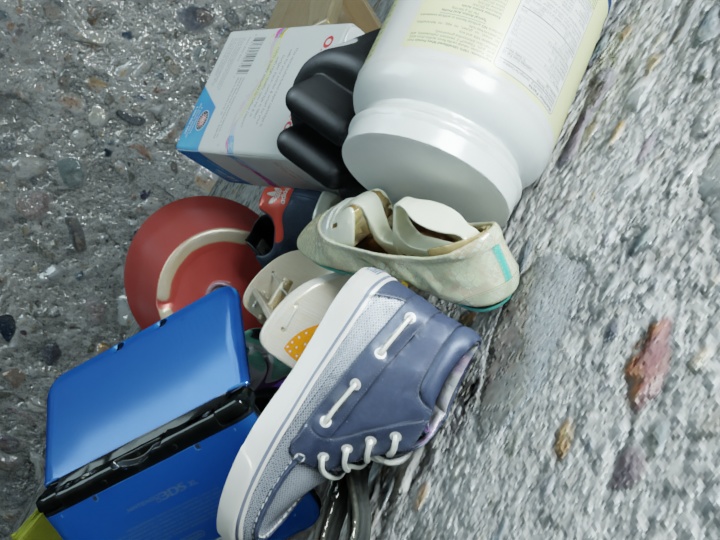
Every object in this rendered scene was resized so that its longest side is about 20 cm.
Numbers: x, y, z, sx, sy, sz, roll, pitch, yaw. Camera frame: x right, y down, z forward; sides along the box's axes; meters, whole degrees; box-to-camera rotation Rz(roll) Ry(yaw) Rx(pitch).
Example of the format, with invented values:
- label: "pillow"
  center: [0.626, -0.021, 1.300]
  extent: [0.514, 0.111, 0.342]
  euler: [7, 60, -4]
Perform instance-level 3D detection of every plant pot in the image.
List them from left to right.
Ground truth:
- label: "plant pot"
  center: [-0.160, 0.018, 1.134]
  extent: [0.201, 0.200, 0.177]
  euler: [-61, 15, -2]

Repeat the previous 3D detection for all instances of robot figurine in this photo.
- label: "robot figurine"
  center: [0.025, -0.136, 0.849]
  extent: [0.200, 0.125, 0.150]
  euler: [-31, 8, -41]

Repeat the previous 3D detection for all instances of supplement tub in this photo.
- label: "supplement tub"
  center: [0.081, -0.143, 0.717]
  extent: [0.200, 0.145, 0.145]
  euler: [-66, 15, -18]

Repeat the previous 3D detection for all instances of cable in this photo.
- label: "cable"
  center: [-0.008, 0.111, 0.706]
  extent: [0.097, 0.050, 0.200]
  euler: [-5, 52, 48]

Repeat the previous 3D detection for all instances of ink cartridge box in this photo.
- label: "ink cartridge box"
  center: [-0.072, -0.159, 1.013]
  extent: [0.200, 0.085, 0.145]
  euler: [11, 74, 49]

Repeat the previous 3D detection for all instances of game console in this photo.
- label: "game console"
  center: [-0.146, 0.141, 0.820]
  extent: [0.200, 0.171, 0.118]
  euler: [-28, 16, 17]

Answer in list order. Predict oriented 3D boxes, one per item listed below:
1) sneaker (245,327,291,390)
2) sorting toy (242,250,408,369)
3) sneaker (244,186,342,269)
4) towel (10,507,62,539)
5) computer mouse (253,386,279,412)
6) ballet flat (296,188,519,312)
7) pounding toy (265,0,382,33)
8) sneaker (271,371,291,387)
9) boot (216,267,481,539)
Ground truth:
- label: "sneaker"
  center: [-0.152, 0.126, 0.993]
  extent: [0.078, 0.200, 0.140]
  euler: [43, 110, 35]
- label: "sorting toy"
  center: [0.000, 0.000, 0.845]
  extent: [0.180, 0.107, 0.200]
  euler: [-52, 12, -1]
- label: "sneaker"
  center: [-0.071, -0.008, 1.007]
  extent: [0.075, 0.084, 0.200]
  euler: [-71, -6, -45]
- label: "towel"
  center: [-0.212, 0.233, 0.939]
  extent: [0.086, 0.200, 0.018]
  euler: [-50, 48, 11]
- label: "computer mouse"
  center: [-0.095, 0.125, 0.872]
  extent: [0.200, 0.059, 0.034]
  euler: [-5, 12, 34]
- label: "ballet flat"
  center: [0.026, -0.027, 0.699]
  extent: [0.200, 0.062, 0.067]
  euler: [16, 46, 43]
- label: "pounding toy"
  center: [-0.038, -0.214, 1.224]
  extent: [0.142, 0.200, 0.184]
  euler: [-21, 32, 23]
- label: "sneaker"
  center: [-0.107, 0.148, 0.929]
  extent: [0.200, 0.088, 0.081]
  euler: [-48, 18, 38]
- label: "boot"
  center: [-0.008, 0.103, 0.645]
  extent: [0.200, 0.090, 0.073]
  euler: [-61, -21, 3]
